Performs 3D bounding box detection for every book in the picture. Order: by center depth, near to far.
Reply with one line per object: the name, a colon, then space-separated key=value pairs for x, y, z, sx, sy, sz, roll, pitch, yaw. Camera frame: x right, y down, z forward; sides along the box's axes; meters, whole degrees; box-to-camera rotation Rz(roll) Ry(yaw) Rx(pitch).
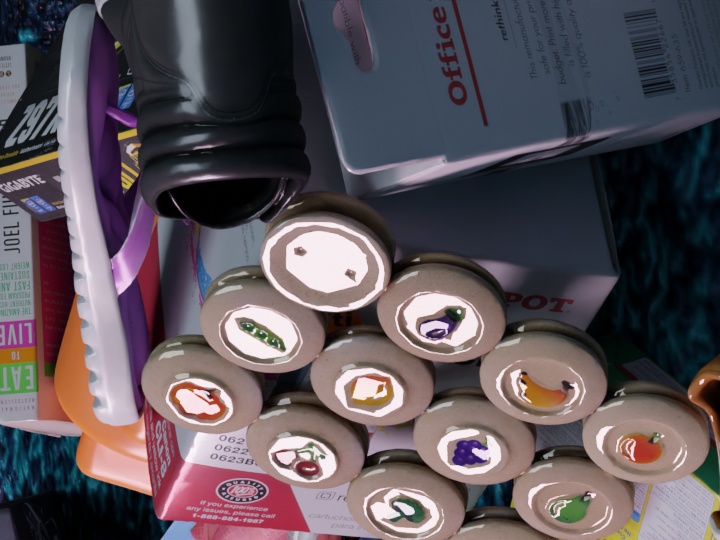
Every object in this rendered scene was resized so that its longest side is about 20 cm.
book: x=-0.168 y=-0.013 z=1.279 sx=0.134 sy=0.048 sz=0.201 roll=32 pitch=-125 yaw=-76

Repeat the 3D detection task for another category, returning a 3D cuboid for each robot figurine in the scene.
robot figurine: x=-0.091 y=0.020 z=1.198 sx=0.117 sy=0.144 sz=0.201 roll=37 pitch=123 yaw=30

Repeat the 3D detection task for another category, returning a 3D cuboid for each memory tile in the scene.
memory tile: x=0.024 y=0.055 z=0.914 sx=0.153 sy=0.200 sz=0.017 roll=-45 pitch=22 yaw=41

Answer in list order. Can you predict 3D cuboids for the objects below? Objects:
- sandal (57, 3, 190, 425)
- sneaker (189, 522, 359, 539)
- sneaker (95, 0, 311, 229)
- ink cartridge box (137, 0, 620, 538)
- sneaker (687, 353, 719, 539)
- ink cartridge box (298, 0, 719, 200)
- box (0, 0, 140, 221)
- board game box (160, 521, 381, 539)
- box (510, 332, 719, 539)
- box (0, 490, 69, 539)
sandal: x=-0.095 y=-0.025 z=0.971 sx=0.083 sy=0.050 sz=0.203 roll=-94 pitch=2 yaw=-50
sneaker: x=-0.043 y=0.112 z=1.146 sx=0.086 sy=0.074 sz=0.201 roll=3 pitch=87 yaw=15
sneaker: x=-0.061 y=-0.063 z=0.862 sx=0.200 sy=0.070 sz=0.100 roll=170 pitch=98 yaw=-82
ink cartridge box: x=0.000 y=0.000 z=0.999 sx=0.200 sy=0.145 sz=0.145 roll=116 pitch=154 yaw=-45
sneaker: x=0.174 y=0.120 z=0.867 sx=0.073 sy=0.084 sz=0.201 roll=-35 pitch=72 yaw=53
ink cartridge box: x=0.045 y=-0.097 z=0.882 sx=0.067 sy=0.199 sz=0.116 roll=-20 pitch=84 yaw=55
box: x=-0.098 y=-0.110 z=1.150 sx=0.200 sy=0.049 sz=0.160 roll=-8 pitch=51 yaw=58
board game box: x=-0.051 y=0.203 z=1.219 sx=0.158 sy=0.039 sz=0.200 roll=39 pitch=106 yaw=9
box: x=0.111 y=0.143 z=1.003 sx=0.117 sy=0.048 sz=0.201 roll=42 pitch=131 yaw=41
box: x=-0.223 y=0.247 z=1.419 sx=0.182 sy=0.104 sz=0.201 roll=35 pitch=-139 yaw=-87
